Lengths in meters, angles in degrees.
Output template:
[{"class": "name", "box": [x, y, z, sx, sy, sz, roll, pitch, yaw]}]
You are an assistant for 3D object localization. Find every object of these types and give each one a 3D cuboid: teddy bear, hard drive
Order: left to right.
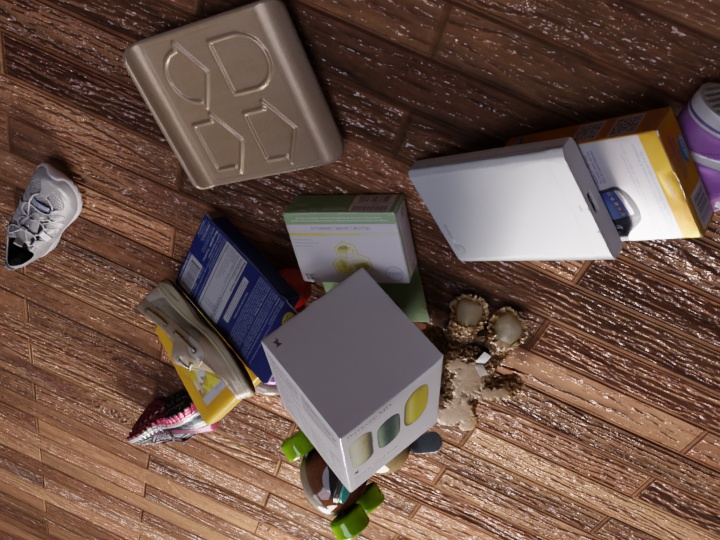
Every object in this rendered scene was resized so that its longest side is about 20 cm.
[{"class": "teddy bear", "box": [0.142, 0.113, 0.958, 0.143, 0.067, 0.202, 3, 125, 9]}, {"class": "hard drive", "box": [0.153, -0.065, 0.763, 0.199, 0.026, 0.132, 0, 132, 50]}]

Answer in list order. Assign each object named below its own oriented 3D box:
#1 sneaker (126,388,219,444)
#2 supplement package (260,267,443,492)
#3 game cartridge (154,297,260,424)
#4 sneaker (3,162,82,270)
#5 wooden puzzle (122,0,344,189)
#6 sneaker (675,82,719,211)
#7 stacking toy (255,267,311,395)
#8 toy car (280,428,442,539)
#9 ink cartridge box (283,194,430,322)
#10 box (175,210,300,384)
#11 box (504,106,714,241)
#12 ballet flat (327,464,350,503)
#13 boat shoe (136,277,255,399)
[{"class": "sneaker", "box": [-0.328, 0.268, 1.281, 0.199, 0.081, 0.075, -22, 121, 36]}, {"class": "supplement package", "box": [-0.005, 0.138, 0.902, 0.151, 0.151, 0.201, 46, 161, 26]}, {"class": "game cartridge", "box": [-0.211, 0.103, 1.058, 0.177, 0.032, 0.200, 58, 135, 13]}, {"class": "sneaker", "box": [-0.446, -0.065, 1.034, 0.074, 0.082, 0.200, 33, 134, -7]}, {"class": "wooden puzzle", "box": [-0.134, -0.189, 0.817, 0.198, 0.047, 0.187, -9, 126, 24]}, {"class": "sneaker", "box": [0.369, -0.081, 0.678, 0.199, 0.073, 0.115, 31, 140, 9]}, {"class": "stacking toy", "box": [-0.109, 0.080, 1.021, 0.084, 0.086, 0.201, 22, 131, 4]}, {"class": "toy car", "box": [0.017, 0.261, 1.088, 0.199, 0.158, 0.165, -35, 86, 19]}, {"class": "ink cartridge box", "box": [0.000, 0.000, 0.923, 0.144, 0.048, 0.202, 1, 127, 22]}, {"class": "box", "box": [-0.151, 0.035, 0.950, 0.200, 0.032, 0.122, 46, 122, 22]}, {"class": "box", "box": [0.223, -0.083, 0.724, 0.199, 0.042, 0.120, 1, 133, 52]}, {"class": "ballet flat", "box": [-0.008, 0.217, 1.024, 0.068, 0.201, 0.068, 22, 155, 19]}, {"class": "boat shoe", "box": [-0.215, 0.100, 0.975, 0.200, 0.065, 0.072, 46, 170, 14]}]
